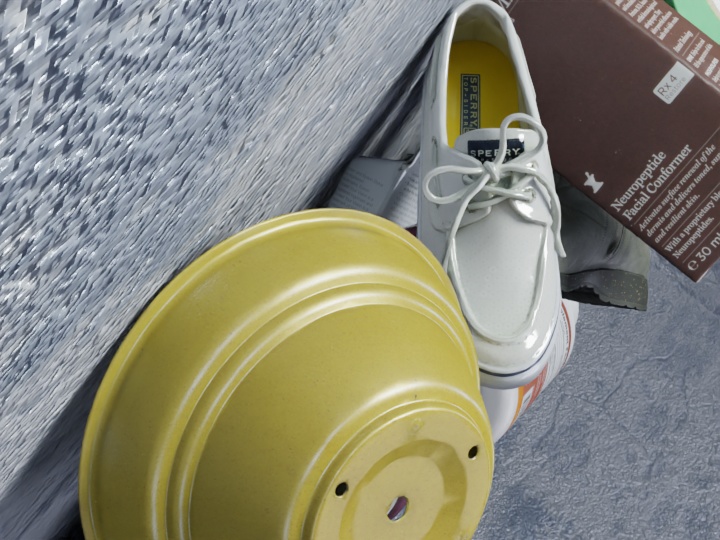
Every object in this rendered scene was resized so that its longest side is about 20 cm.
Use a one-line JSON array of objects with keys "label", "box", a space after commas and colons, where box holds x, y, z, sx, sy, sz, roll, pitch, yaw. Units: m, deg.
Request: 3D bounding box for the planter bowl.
[{"label": "planter bowl", "box": [-0.007, 0.082, 0.529, 0.200, 0.083, 0.201, -17, 119, -32]}]

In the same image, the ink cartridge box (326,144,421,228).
[{"label": "ink cartridge box", "box": [0.029, -0.004, 0.802, 0.200, 0.041, 0.200, -61, 154, 4]}]

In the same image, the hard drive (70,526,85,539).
[{"label": "hard drive", "box": [-0.145, 0.160, 0.851, 0.200, 0.042, 0.135, -50, 176, -31]}]

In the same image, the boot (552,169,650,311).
[{"label": "boot", "box": [0.127, -0.050, 0.820, 0.200, 0.068, 0.131, 12, 86, -47]}]

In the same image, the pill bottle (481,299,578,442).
[{"label": "pill bottle", "box": [0.099, 0.055, 0.995, 0.112, 0.112, 0.200, -53, 170, 30]}]

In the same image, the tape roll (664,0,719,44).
[{"label": "tape roll", "box": [0.257, -0.223, 0.865, 0.200, 0.200, 0.048, -50, -153, -18]}]

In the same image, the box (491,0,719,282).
[{"label": "box", "box": [0.152, -0.099, 0.738, 0.100, 0.200, 0.075, -54, 173, 33]}]

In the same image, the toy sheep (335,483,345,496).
[{"label": "toy sheep", "box": [-0.048, 0.081, 0.636, 0.200, 0.138, 0.138, -38, 176, -3]}]

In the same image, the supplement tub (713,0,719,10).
[{"label": "supplement tub", "box": [0.216, -0.201, 1.006, 0.144, 0.144, 0.200, -51, 177, -1]}]

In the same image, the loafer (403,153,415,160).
[{"label": "loafer", "box": [0.000, 0.000, 0.860, 0.201, 0.068, 0.070, -48, -174, -6]}]

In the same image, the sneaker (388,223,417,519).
[{"label": "sneaker", "box": [0.030, 0.062, 0.740, 0.090, 0.075, 0.200, -26, 140, -40]}]

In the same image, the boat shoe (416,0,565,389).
[{"label": "boat shoe", "box": [0.066, -0.047, 0.633, 0.086, 0.075, 0.202, 92, -1, -66]}]

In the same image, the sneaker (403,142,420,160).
[{"label": "sneaker", "box": [0.050, -0.023, 1.037, 0.200, 0.074, 0.089, 100, -9, -69]}]
